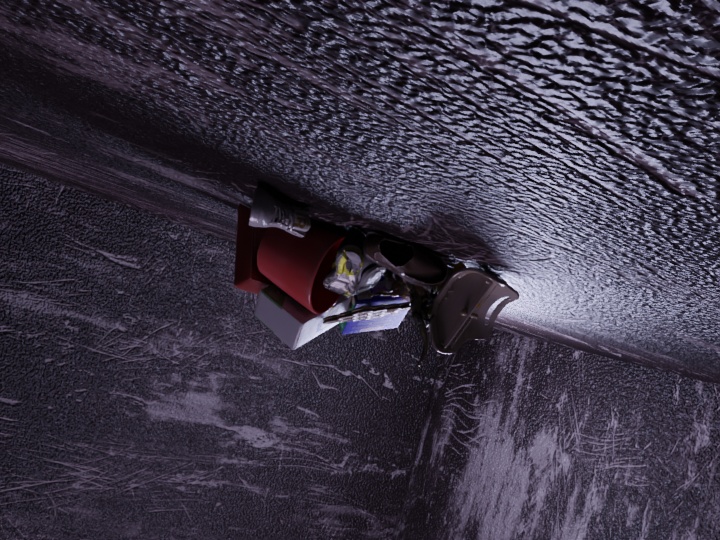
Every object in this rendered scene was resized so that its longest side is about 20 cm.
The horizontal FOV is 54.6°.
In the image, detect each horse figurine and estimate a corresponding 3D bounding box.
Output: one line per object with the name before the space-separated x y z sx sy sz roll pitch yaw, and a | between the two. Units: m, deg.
horse figurine | 0.114 0.053 1.657 0.197 0.051 0.131 14 -162 37

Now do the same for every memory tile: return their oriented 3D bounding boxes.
memory tile | 0.019 0.101 1.673 0.152 0.017 0.198 -19 168 42

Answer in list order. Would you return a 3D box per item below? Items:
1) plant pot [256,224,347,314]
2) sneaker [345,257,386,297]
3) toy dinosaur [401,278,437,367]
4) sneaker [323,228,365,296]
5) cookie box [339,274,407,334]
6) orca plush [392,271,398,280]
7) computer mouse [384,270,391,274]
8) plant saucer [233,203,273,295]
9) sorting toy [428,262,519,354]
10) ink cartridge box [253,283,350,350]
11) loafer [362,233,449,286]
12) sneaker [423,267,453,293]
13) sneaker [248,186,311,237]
plant pot | -0.132 -0.023 1.627 0.175 0.204 0.200 23 179 21
sneaker | 0.000 0.000 1.604 0.075 0.082 0.200 -23 166 -27
toy dinosaur | 0.131 0.092 1.483 0.046 0.204 0.088 2 154 -21
sneaker | -0.024 -0.015 1.510 0.073 0.086 0.201 22 148 -6
cookie box | 0.037 0.088 1.830 0.167 0.077 0.201 -6 154 -17
orca plush | 0.075 -0.017 1.551 0.103 0.073 0.200 16 176 10
computer mouse | 0.044 -0.016 1.835 0.137 0.054 0.198 21 175 -34
plant saucer | -0.232 -0.042 1.713 0.036 0.205 0.199 -5 166 27
sorting toy | 0.255 0.081 1.506 0.178 0.202 0.107 16 -153 -37
ink cartridge box | -0.139 0.086 1.707 0.144 0.089 0.199 36 -146 22
loafer | 0.099 -0.017 1.429 0.196 0.075 0.071 18 176 -18
sneaker | 0.151 0.011 1.579 0.086 0.077 0.199 14 175 28
sneaker | -0.147 -0.107 1.316 0.113 0.075 0.200 15 -174 -2
